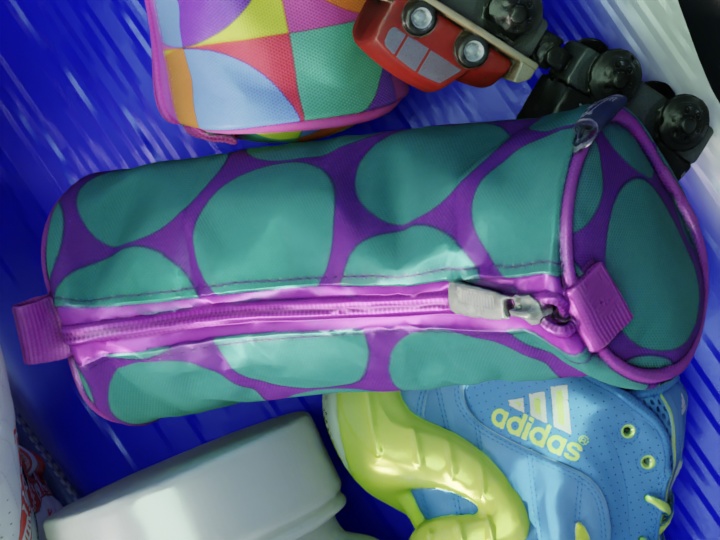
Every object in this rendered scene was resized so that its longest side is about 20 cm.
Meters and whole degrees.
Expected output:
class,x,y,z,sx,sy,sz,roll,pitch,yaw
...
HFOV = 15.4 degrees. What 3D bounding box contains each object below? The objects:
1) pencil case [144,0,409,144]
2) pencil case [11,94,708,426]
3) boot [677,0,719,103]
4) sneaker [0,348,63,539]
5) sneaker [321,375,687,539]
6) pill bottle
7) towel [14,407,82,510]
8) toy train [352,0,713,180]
class,x,y,z,sx,sy,sz,roll,pitch,yaw
pencil case,-0.040,-0.138,0.841,0.088,0.088,0.201,-10,96,18
pencil case,0.000,0.000,0.809,0.199,0.092,0.085,-7,107,30
boot,0.059,-0.134,0.785,0.168,0.076,0.201,-3,95,-6
sneaker,-0.137,0.062,0.861,0.067,0.108,0.202,-5,112,2
sneaker,0.074,0.092,0.847,0.105,0.076,0.200,-34,88,18
pill bottle,-0.023,0.155,0.867,0.114,0.114,0.200,-22,93,19
towel,-0.178,0.128,0.961,0.200,0.024,0.145,-39,85,17
toy train,0.022,-0.077,0.810,0.200,0.034,0.046,31,93,-22
